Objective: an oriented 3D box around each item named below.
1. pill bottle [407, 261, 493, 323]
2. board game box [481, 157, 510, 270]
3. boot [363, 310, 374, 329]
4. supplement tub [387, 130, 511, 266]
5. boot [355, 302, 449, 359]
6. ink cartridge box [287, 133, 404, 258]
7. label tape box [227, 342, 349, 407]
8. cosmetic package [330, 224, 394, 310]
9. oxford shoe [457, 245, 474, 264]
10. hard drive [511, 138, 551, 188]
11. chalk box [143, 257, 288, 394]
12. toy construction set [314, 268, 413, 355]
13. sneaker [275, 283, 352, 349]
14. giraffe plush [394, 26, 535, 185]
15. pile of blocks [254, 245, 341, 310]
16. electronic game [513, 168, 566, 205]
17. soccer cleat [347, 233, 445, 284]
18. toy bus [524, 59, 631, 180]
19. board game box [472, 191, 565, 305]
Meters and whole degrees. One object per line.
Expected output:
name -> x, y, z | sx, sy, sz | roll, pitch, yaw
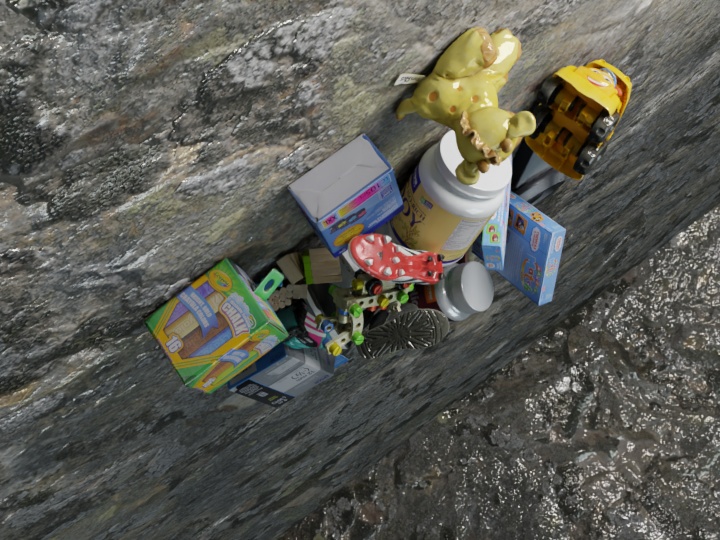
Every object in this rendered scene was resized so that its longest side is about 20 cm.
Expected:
pill bottle -> 0.151, 0.048, 2.015 | 0.200, 0.115, 0.114 | -16, 180, 44
board game box -> 0.234, -0.117, 1.780 | 0.036, 0.201, 0.151 | 5, 166, 11
boot -> -0.026, 0.085, 1.968 | 0.198, 0.073, 0.163 | -34, 166, -31
supplement tub -> 0.141, -0.114, 1.660 | 0.145, 0.146, 0.200 | -22, 157, -36
boot -> 0.084, 0.097, 1.869 | 0.181, 0.073, 0.200 | -13, -178, 15
ink cartridge box -> -0.014, -0.101, 1.530 | 0.136, 0.076, 0.200 | -35, 164, -2
label tape box -> -0.128, 0.189, 1.914 | 0.143, 0.066, 0.200 | -32, 141, 24
cosmetic package -> 0.000, 0.000, 1.805 | 0.101, 0.071, 0.200 | -28, 160, -21
oxford shoe -> 0.216, -0.053, 2.070 | 0.074, 0.071, 0.200 | -36, 162, -7
hard drive -> 0.373, -0.240, 1.948 | 0.200, 0.033, 0.140 | -29, 161, -20
chalk box -> -0.193, 0.073, 1.552 | 0.200, 0.124, 0.124 | -36, 162, 1
toy construction set -> 0.018, 0.055, 1.714 | 0.200, 0.092, 0.132 | -24, 135, -48
sneaker -> -0.101, 0.068, 1.789 | 0.120, 0.084, 0.200 | -9, 135, 19
giraffe plush -> 0.161, -0.214, 1.416 | 0.200, 0.162, 0.173 | -24, 159, -34
pile of blocks -> -0.118, 0.015, 1.668 | 0.199, 0.082, 0.062 | -30, -167, 5
electronic game -> 0.323, -0.147, 2.056 | 0.200, 0.042, 0.200 | -31, 172, -5
soccer cleat -> 0.045, -0.011, 1.605 | 0.199, 0.069, 0.085 | 10, 165, -43
toy bus -> 0.389, -0.281, 1.747 | 0.192, 0.136, 0.200 | -43, 163, -23
board game box -> 0.283, -0.053, 1.896 | 0.036, 0.200, 0.152 | -15, 128, -27
